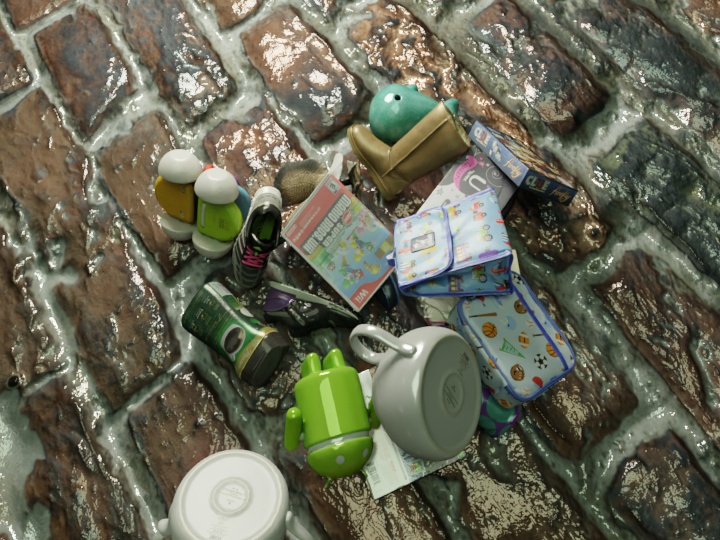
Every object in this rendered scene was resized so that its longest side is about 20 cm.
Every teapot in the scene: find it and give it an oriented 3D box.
[{"bbox_3d":[-0.198,0.401,0.832,0.192,0.151,0.199,-17,40,-33],"label":"teapot"},{"bbox_3d":[0.081,0.179,0.798,0.143,0.193,0.209,-6,86,43],"label":"teapot"}]

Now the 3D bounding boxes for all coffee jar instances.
[{"bbox_3d":[-0.226,0.118,0.967,0.198,0.085,0.106,37,92,16],"label":"coffee jar"}]

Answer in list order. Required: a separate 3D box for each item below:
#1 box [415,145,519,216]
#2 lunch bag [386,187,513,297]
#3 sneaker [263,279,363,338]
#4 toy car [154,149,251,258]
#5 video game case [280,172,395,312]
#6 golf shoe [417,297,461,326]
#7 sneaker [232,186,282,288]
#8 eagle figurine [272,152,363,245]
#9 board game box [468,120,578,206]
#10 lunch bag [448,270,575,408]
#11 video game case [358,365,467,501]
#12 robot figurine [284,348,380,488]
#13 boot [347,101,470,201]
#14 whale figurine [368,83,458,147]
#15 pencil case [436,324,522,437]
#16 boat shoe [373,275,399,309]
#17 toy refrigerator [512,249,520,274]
[{"bbox_3d":[0.194,-0.108,1.004,0.131,0.115,0.202,36,76,15],"label":"box"},{"bbox_3d":[0.138,-0.033,0.864,0.192,0.096,0.154,-10,47,9],"label":"lunch bag"},{"bbox_3d":[-0.090,0.090,0.989,0.193,0.076,0.091,18,87,14],"label":"sneaker"},{"bbox_3d":[-0.301,-0.141,1.048,0.195,0.180,0.150,26,37,13],"label":"toy car"},{"bbox_3d":[-0.029,-0.049,0.939,0.199,0.017,0.144,43,99,3],"label":"video game case"},{"bbox_3d":[0.136,0.056,0.974,0.198,0.076,0.092,37,80,17],"label":"golf shoe"},{"bbox_3d":[-0.193,-0.049,0.983,0.071,0.088,0.205,15,112,-19],"label":"sneaker"},{"bbox_3d":[-0.090,-0.139,1.027,0.192,0.152,0.157,-9,104,5],"label":"eagle figurine"},{"bbox_3d":[0.300,-0.203,0.990,0.131,0.035,0.203,13,33,-30],"label":"board game box"},{"bbox_3d":[0.244,0.103,0.859,0.156,0.076,0.204,-24,72,-20],"label":"lunch bag"},{"bbox_3d":[0.067,0.262,0.923,0.176,0.036,0.205,-22,70,-4],"label":"video game case"},{"bbox_3d":[-0.044,0.238,0.861,0.169,0.116,0.207,-5,68,-24],"label":"robot figurine"},{"bbox_3d":[0.090,-0.256,1.022,0.197,0.066,0.177,-32,98,33],"label":"boot"},{"bbox_3d":[0.112,-0.326,1.094,0.191,0.104,0.165,-2,69,5],"label":"whale figurine"},{"bbox_3d":[0.180,0.183,0.899,0.199,0.085,0.093,43,84,4],"label":"pencil case"},{"bbox_3d":[0.000,0.000,1.005,0.067,0.086,0.201,-23,54,-23],"label":"boat shoe"},{"bbox_3d":[0.264,0.075,0.955,0.067,0.076,0.208,-6,69,2],"label":"toy refrigerator"}]
